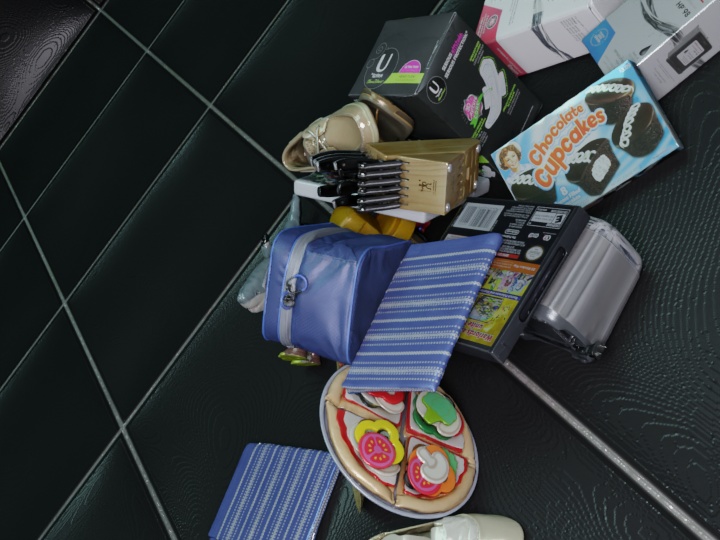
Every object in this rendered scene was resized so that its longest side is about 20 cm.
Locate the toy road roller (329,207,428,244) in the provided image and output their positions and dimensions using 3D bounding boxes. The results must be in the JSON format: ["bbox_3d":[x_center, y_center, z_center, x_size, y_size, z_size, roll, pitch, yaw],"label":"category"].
[{"bbox_3d":[0.000,0.000,1.382,0.201,0.145,0.123,-49,15,11],"label":"toy road roller"}]

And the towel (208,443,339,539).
[{"bbox_3d":[-0.111,0.300,1.385,0.198,0.024,0.147,-3,58,47],"label":"towel"}]

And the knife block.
[{"bbox_3d":[0.040,-0.121,1.292,0.172,0.065,0.200,11,22,21],"label":"knife block"}]

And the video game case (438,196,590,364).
[{"bbox_3d":[0.134,0.003,1.154,0.182,0.025,0.199,-56,29,-13],"label":"video game case"}]

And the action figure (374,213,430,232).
[{"bbox_3d":[0.033,-0.043,1.466,0.200,0.065,0.052,-45,23,7],"label":"action figure"}]

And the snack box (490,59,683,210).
[{"bbox_3d":[0.263,-0.140,1.252,0.199,0.037,0.118,-34,77,27],"label":"snack box"}]

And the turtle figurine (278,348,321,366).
[{"bbox_3d":[-0.074,0.048,1.486,0.063,0.200,0.165,1,77,5],"label":"turtle figurine"}]

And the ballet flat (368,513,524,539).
[{"bbox_3d":[0.079,0.295,1.135,0.198,0.069,0.071,-23,45,37],"label":"ballet flat"}]

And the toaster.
[{"bbox_3d":[0.218,0.011,1.167,0.130,0.113,0.199,-57,31,-8],"label":"toaster"}]

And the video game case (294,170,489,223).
[{"bbox_3d":[0.043,-0.109,1.392,0.197,0.181,0.024,15,113,30],"label":"video game case"}]

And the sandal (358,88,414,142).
[{"bbox_3d":[0.019,-0.175,1.388,0.055,0.079,0.200,-62,2,-14],"label":"sandal"}]

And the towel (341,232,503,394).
[{"bbox_3d":[0.068,0.046,1.140,0.143,0.024,0.202,-8,46,48],"label":"towel"}]

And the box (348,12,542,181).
[{"bbox_3d":[0.113,-0.225,1.409,0.147,0.199,0.126,10,68,51],"label":"box"}]

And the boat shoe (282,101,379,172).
[{"bbox_3d":[-0.041,-0.162,1.362,0.064,0.073,0.199,-23,6,-27],"label":"boat shoe"}]

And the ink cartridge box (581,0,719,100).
[{"bbox_3d":[0.376,-0.297,1.276,0.199,0.066,0.117,-40,37,19],"label":"ink cartridge box"}]

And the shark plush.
[{"bbox_3d":[-0.120,-0.024,1.616,0.090,0.083,0.203,9,69,52],"label":"shark plush"}]

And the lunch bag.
[{"bbox_3d":[-0.035,0.022,1.225,0.130,0.199,0.139,13,99,23],"label":"lunch bag"}]

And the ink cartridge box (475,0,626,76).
[{"bbox_3d":[0.264,-0.360,1.445,0.198,0.084,0.147,-10,54,46],"label":"ink cartridge box"}]

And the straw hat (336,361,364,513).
[{"bbox_3d":[0.024,0.180,1.268,0.083,0.204,0.203,-7,42,-6],"label":"straw hat"}]

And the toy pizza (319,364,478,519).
[{"bbox_3d":[0.048,0.175,1.161,0.032,0.197,0.203,-55,28,39],"label":"toy pizza"}]
